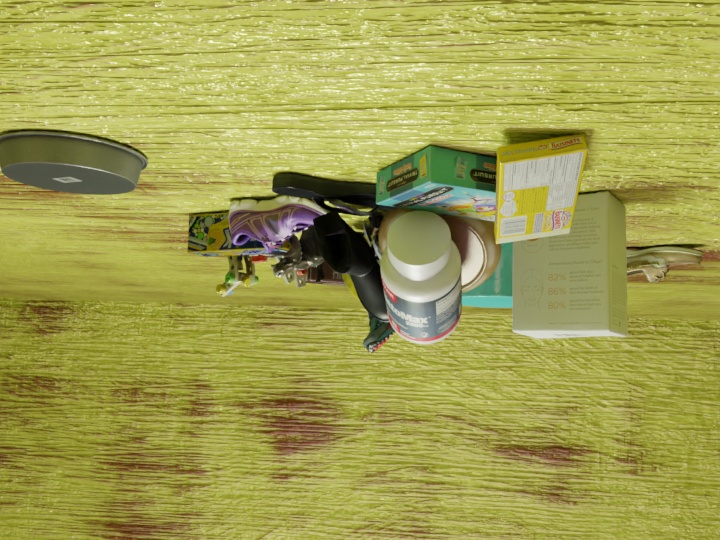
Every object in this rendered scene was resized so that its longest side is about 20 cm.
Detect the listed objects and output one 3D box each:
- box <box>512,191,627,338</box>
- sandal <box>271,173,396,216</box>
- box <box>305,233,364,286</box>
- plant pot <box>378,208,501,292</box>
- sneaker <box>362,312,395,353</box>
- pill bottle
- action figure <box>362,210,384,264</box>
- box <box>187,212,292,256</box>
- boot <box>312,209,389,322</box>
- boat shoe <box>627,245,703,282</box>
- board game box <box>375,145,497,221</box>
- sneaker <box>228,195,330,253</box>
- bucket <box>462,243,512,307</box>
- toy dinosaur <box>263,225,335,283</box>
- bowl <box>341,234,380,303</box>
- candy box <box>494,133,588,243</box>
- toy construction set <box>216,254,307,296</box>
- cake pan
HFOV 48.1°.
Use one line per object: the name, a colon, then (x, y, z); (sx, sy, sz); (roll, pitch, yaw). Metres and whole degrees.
box: (0.317, -0.004, 1.220); (0.149, 0.205, 0.106); (-3, 170, 33)
sandal: (-0.037, -0.104, 1.186); (0.196, 0.044, 0.076); (5, 172, -22)
box: (-0.015, -0.020, 1.593); (0.196, 0.103, 0.075); (6, 173, -22)
plant pot: (0.122, -0.032, 1.260); (0.195, 0.028, 0.203); (8, 133, 8)
sneaker: (0.031, 0.067, 1.508); (0.095, 0.201, 0.079); (35, 133, -7)
pill bottle: (0.089, 0.009, 1.174); (0.117, 0.122, 0.202); (1, 147, 9)
action figure: (0.068, -0.050, 1.337); (0.198, 0.131, 0.069); (-23, -164, 42)
box: (-0.212, -0.065, 1.425); (0.196, 0.072, 0.064); (-2, 174, 31)
boot: (-0.001, -0.001, 1.246); (0.065, 0.167, 0.200); (-33, 168, 2)
boat shoe: (0.582, -0.010, 1.611); (0.196, 0.068, 0.073); (-3, 171, 34)
board game box: (0.139, -0.110, 1.071); (0.196, 0.048, 0.150); (5, 172, -24)
sneaker: (-0.125, -0.072, 1.300); (0.196, 0.086, 0.080); (-3, 171, 28)
bucket: (0.240, -0.010, 1.450); (0.202, 0.138, 0.207); (2, 171, 0)
toy dinosaur: (-0.069, -0.049, 1.374); (0.076, 0.103, 0.201); (-22, -157, 43)
bowl: (0.071, -0.018, 1.469); (0.196, 0.202, 0.109); (6, 129, -23)
candy box: (0.215, -0.094, 0.986); (0.100, 0.027, 0.201); (-10, 154, 3)
toy construction set: (-0.190, -0.020, 1.520); (0.196, 0.135, 0.092); (-2, 172, 30)
cake pan: (-0.382, -0.137, 1.064); (0.195, 0.038, 0.200); (3, 172, 0)
